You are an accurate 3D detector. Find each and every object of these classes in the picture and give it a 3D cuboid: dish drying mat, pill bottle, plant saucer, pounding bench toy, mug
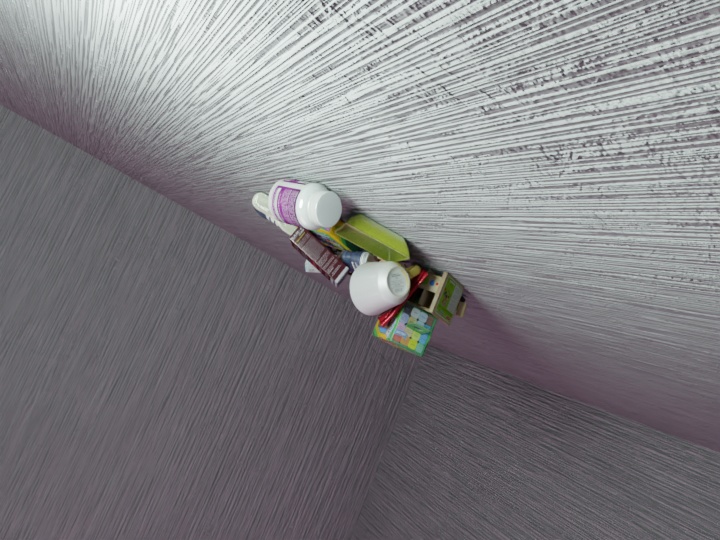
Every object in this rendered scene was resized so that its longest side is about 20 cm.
[{"bbox_3d":[0.122,0.076,1.541,0.018,0.201,0.077,39,-174,-10],"label":"dish drying mat"},{"bbox_3d":[-0.135,-0.162,1.303,0.197,0.116,0.111,18,170,47],"label":"pill bottle"},{"bbox_3d":[0.035,-0.091,1.446,0.195,0.049,0.200,28,172,-10],"label":"plant saucer"},{"bbox_3d":[0.230,0.084,1.652,0.153,0.128,0.198,18,169,42],"label":"pounding bench toy"},{"bbox_3d":[0.074,0.027,1.492,0.148,0.190,0.152,40,154,-18],"label":"mug"}]

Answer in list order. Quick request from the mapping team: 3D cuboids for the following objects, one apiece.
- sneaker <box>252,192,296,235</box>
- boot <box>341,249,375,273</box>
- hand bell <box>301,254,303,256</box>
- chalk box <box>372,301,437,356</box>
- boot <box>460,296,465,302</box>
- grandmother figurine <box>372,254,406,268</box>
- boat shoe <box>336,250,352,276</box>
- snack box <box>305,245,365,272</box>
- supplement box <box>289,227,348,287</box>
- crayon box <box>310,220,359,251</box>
[{"bbox_3d":[-0.275,-0.185,1.758,0.198,0.076,0.084,39,167,-15],"label":"sneaker"},{"bbox_3d":[0.008,-0.002,1.657,0.087,0.075,0.202,12,153,24],"label":"boot"},{"bbox_3d":[-0.124,-0.103,1.840,0.103,0.108,0.196,30,158,-34],"label":"hand bell"},{"bbox_3d":[0.139,0.172,1.583,0.122,0.128,0.199,27,172,-17],"label":"chalk box"},{"bbox_3d":[0.231,0.124,1.746,0.194,0.173,0.076,25,175,-3],"label":"boot"},{"bbox_3d":[0.090,-0.022,1.684,0.119,0.062,0.200,33,171,17],"label":"grandmother figurine"},{"bbox_3d":[0.000,0.000,1.737,0.196,0.074,0.075,20,136,-38],"label":"boat shoe"},{"bbox_3d":[-0.081,-0.035,1.771,0.192,0.038,0.117,3,149,-19],"label":"snack box"},{"bbox_3d":[-0.125,-0.043,1.612,0.199,0.061,0.109,42,172,3],"label":"supplement box"},{"bbox_3d":[-0.113,-0.130,1.634,0.195,0.060,0.172,20,169,35],"label":"crayon box"}]
